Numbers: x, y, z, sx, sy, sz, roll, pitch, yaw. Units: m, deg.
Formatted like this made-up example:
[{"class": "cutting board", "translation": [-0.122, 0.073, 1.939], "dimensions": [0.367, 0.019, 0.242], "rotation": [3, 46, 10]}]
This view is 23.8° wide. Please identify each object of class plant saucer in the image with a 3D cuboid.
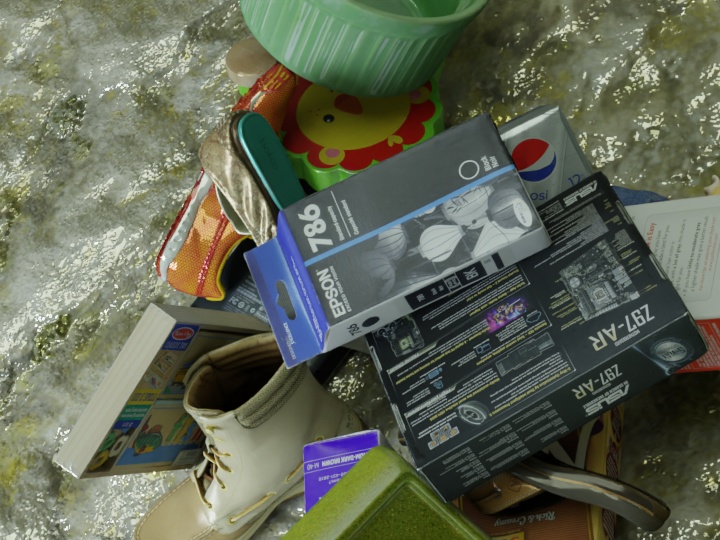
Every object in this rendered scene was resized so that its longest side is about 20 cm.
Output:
[{"class": "plant saucer", "translation": [0.033, 0.224, 1.088], "dimensions": [0.200, 0.048, 0.200], "rotation": [42, 53, 9]}]

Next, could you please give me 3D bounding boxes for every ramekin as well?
[{"class": "ramekin", "translation": [-0.002, -0.232, 1.374], "dimensions": [0.200, 0.098, 0.200], "rotation": [15, 44, -15]}]

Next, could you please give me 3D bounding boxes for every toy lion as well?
[{"class": "toy lion", "translation": [-0.002, -0.154, 1.438], "dimensions": [0.192, 0.069, 0.200], "rotation": [33, 62, 28]}]

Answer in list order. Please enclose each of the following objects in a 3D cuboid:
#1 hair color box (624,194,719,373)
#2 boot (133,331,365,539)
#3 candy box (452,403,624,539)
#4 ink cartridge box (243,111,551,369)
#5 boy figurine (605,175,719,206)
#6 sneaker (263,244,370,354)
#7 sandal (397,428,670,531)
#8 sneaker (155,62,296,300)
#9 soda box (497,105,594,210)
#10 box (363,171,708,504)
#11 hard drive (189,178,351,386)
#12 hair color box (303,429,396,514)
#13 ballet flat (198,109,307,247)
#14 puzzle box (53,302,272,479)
[{"class": "hair color box", "translation": [0.192, 0.013, 1.181], "dimensions": [0.200, 0.064, 0.111], "rotation": [-5, 48, 30]}, {"class": "boot", "translation": [-0.105, 0.136, 1.258], "dimensions": [0.200, 0.155, 0.073], "rotation": [-32, 54, 2]}, {"class": "candy box", "translation": [0.127, 0.128, 1.229], "dimensions": [0.116, 0.056, 0.200], "rotation": [-3, 60, 20]}, {"class": "ink cartridge box", "translation": [0.019, -0.020, 1.153], "dimensions": [0.200, 0.039, 0.100], "rotation": [-27, 65, 6]}, {"class": "boy figurine", "translation": [0.250, -0.014, 1.262], "dimensions": [0.200, 0.064, 0.124], "rotation": [21, 69, 31]}, {"class": "sneaker", "translation": [0.000, 0.000, 1.285], "dimensions": [0.073, 0.200, 0.112], "rotation": [-33, 46, 31]}, {"class": "sandal", "translation": [0.110, 0.147, 1.156], "dimensions": [0.200, 0.082, 0.055], "rotation": [18, 90, 23]}, {"class": "sneaker", "translation": [-0.094, -0.071, 1.375], "dimensions": [0.077, 0.073, 0.200], "rotation": [24, 98, -9]}, {"class": "soda box", "translation": [0.126, -0.082, 1.278], "dimensions": [0.068, 0.200, 0.064], "rotation": [-27, 94, 5]}, {"class": "box", "translation": [0.109, 0.040, 1.132], "dimensions": [0.200, 0.044, 0.160], "rotation": [-31, 40, 7]}, {"class": "hard drive", "translation": [-0.036, -0.005, 1.394], "dimensions": [0.139, 0.033, 0.200], "rotation": [28, 73, 34]}, {"class": "hair color box", "translation": [0.008, 0.226, 1.183], "dimensions": [0.065, 0.109, 0.200], "rotation": [-14, 55, 14]}, {"class": "ballet flat", "translation": [-0.062, -0.029, 1.323], "dimensions": [0.065, 0.200, 0.070], "rotation": [-21, 8, 39]}, {"class": "puzzle box", "translation": [-0.138, 0.089, 1.258], "dimensions": [0.025, 0.200, 0.133], "rotation": [34, 97, 17]}]
